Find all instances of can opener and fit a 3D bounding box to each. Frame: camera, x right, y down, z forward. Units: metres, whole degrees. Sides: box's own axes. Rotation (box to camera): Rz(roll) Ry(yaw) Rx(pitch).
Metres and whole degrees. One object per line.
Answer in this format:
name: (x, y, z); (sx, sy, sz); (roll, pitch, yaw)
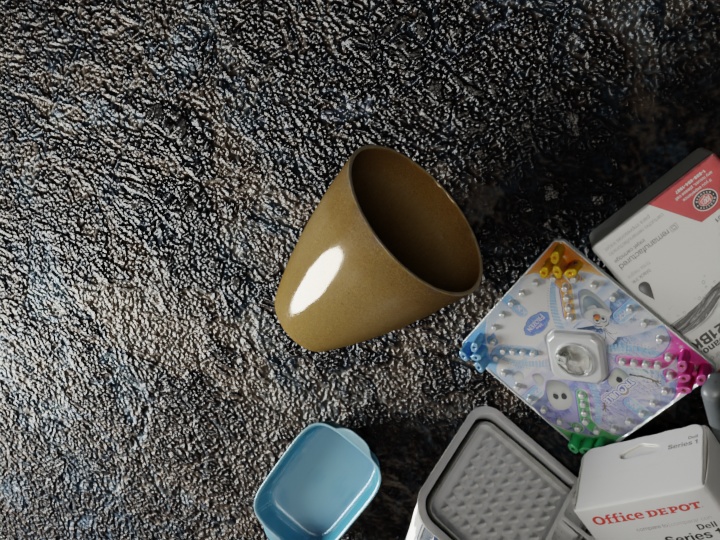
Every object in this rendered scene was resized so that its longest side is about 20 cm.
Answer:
can opener: (0.384, 0.157, 0.739); (0.067, 0.200, 0.052); (-50, 43, -8)

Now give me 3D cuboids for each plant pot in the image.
plant pot: (0.000, 0.000, 0.809); (0.187, 0.186, 0.200); (49, 124, 1)

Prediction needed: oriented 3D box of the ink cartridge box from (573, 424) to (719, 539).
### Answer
ink cartridge box: (0.335, 0.272, 0.766); (0.145, 0.085, 0.201); (-28, 108, 38)

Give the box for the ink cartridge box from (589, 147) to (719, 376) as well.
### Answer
ink cartridge box: (0.351, 0.002, 0.743); (0.144, 0.084, 0.200); (-41, 90, 20)

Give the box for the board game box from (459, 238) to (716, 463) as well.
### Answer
board game box: (0.227, 0.095, 0.783); (0.200, 0.026, 0.201); (41, 133, 7)

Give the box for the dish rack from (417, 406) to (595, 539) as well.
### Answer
dish rack: (0.165, 0.272, 0.830); (0.200, 0.172, 0.044); (40, 147, 3)

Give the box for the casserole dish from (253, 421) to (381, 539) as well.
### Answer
casserole dish: (-0.052, 0.274, 0.942); (0.121, 0.039, 0.201); (37, 110, 5)

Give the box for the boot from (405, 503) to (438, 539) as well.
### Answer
boot: (0.095, 0.362, 0.888); (0.090, 0.072, 0.202); (23, 108, 34)
